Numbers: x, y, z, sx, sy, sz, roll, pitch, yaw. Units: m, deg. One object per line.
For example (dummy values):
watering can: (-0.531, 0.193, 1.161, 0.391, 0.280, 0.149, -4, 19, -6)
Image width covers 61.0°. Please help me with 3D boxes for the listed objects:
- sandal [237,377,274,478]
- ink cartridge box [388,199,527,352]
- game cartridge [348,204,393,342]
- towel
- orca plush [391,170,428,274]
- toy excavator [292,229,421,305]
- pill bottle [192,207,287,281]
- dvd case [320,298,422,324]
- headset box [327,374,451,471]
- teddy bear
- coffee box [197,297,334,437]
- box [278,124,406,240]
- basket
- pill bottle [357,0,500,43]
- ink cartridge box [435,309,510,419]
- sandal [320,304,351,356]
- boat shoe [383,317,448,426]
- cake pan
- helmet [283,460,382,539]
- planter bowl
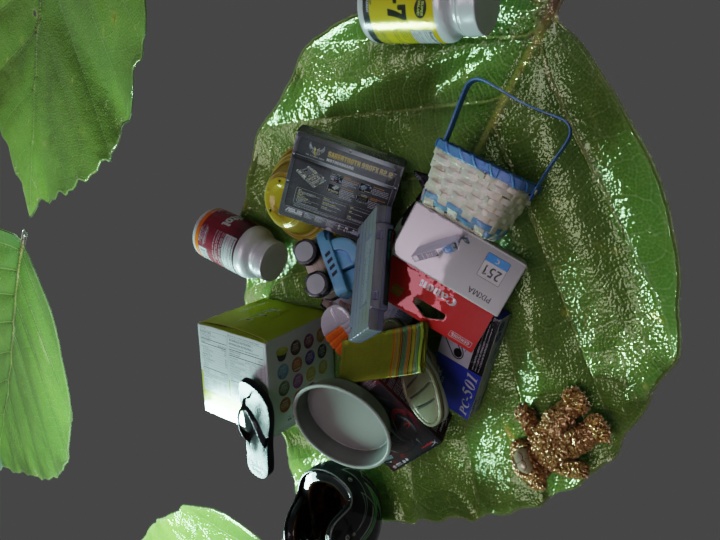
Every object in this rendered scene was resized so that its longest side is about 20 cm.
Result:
sandal: (-0.197, 0.300, 1.140, 0.075, 0.043, 0.204, 5, 107, 36)
ink cartridge box: (0.135, 0.014, 0.973, 0.198, 0.045, 0.178, 30, 106, 8)
game cartridge: (0.017, 0.008, 0.997, 0.129, 0.038, 0.204, 145, 132, -66)
towel: (0.034, 0.144, 1.049, 0.198, 0.018, 0.088, -18, 55, 42)
orca plush: (0.070, -0.072, 1.052, 0.071, 0.104, 0.204, 30, 113, 48)
toy excavator: (0.000, 0.000, 1.116, 0.197, 0.100, 0.198, -25, 77, 12)
pill bottle: (-0.253, -0.052, 1.296, 0.198, 0.112, 0.115, 24, 116, 30)
dvd case: (0.015, 0.072, 1.183, 0.199, 0.017, 0.144, 39, 122, 22)
headset box: (0.046, 0.257, 1.137, 0.200, 0.075, 0.148, 44, 127, -5)
teddy bear: (0.309, 0.274, 0.981, 0.199, 0.066, 0.147, -33, 79, 38)
coffee box: (-0.189, 0.187, 1.258, 0.197, 0.198, 0.202, 10, 109, 35)
box: (-0.035, -0.148, 1.083, 0.196, 0.049, 0.161, 18, 116, 0)
basket: (0.190, -0.161, 0.905, 0.175, 0.138, 0.202, 36, 113, 23)
pill bottle: (0.102, -0.404, 0.920, 0.197, 0.114, 0.117, 13, 111, 34)
ink cartridge box: (0.183, 0.147, 1.056, 0.093, 0.044, 0.204, 27, 118, 31)
sandal: (-0.002, 0.143, 1.172, 0.078, 0.059, 0.208, -20, 112, 32)
boat shoe: (0.105, 0.169, 1.056, 0.075, 0.068, 0.202, -42, 59, 33)
cake pan: (-0.030, 0.275, 1.110, 0.197, 0.037, 0.203, 14, 127, 20)
helmet: (-0.047, 0.494, 1.242, 0.196, 0.193, 0.202, 14, 142, 11)
planter bowl: (-0.127, -0.141, 1.192, 0.198, 0.083, 0.205, 12, 110, 35)
